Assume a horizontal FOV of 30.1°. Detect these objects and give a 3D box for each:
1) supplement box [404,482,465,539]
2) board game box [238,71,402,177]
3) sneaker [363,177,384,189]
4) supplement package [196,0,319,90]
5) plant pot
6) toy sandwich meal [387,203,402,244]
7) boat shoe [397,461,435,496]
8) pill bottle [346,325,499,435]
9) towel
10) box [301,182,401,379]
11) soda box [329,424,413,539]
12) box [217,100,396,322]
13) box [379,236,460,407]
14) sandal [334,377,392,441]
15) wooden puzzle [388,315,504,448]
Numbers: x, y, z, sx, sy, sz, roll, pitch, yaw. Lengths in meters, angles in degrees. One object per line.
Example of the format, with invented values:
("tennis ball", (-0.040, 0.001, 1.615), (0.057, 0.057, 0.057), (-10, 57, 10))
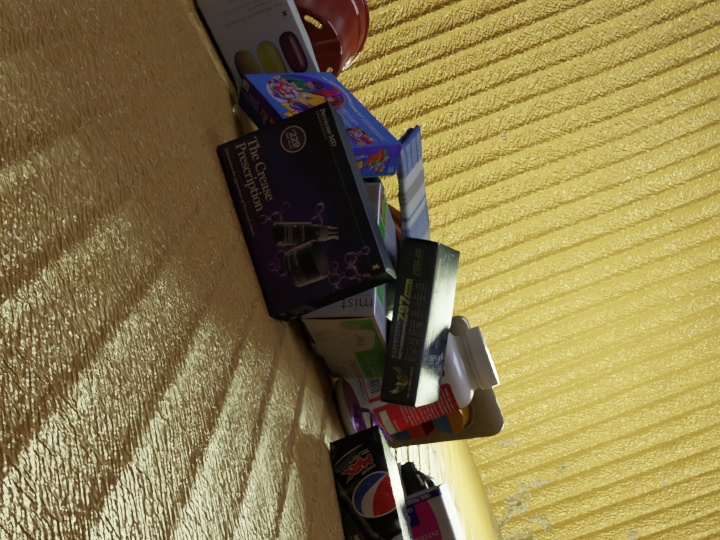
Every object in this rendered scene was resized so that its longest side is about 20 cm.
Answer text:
("supplement box", (0.086, 0.369, 1.596), (0.103, 0.100, 0.203), (34, 36, -80))
("board game box", (-0.054, -0.186, 1.703), (0.200, 0.133, 0.045), (50, -44, 43))
("sneaker", (-0.040, -0.135, 1.774), (0.200, 0.106, 0.075), (41, 28, 19))
("supplement package", (-0.136, -0.326, 1.780), (0.201, 0.112, 0.110), (64, 7, -46))
("plant pot", (-0.092, -0.355, 2.023), (0.196, 0.198, 0.203), (-78, 149, -64))
("toy sandwich meal", (0.016, -0.017, 1.941), (0.204, 0.070, 0.207), (34, -35, 28))
("boat shoe", (0.090, 0.336, 1.964), (0.201, 0.060, 0.076), (-97, 165, -67))
("pill bottle", (0.085, 0.150, 1.838), (0.112, 0.197, 0.114), (-20, 90, -84))
("towel", (0.067, -0.080, 1.768), (0.147, 0.023, 0.203), (-57, 143, -69))
("box", (-0.009, 0.016, 1.653), (0.201, 0.095, 0.179), (69, 21, -63))
("soda box", (0.017, 0.271, 1.465), (0.201, 0.062, 0.071), (-104, 172, -48))
("box", (-0.059, -0.064, 1.484), (0.079, 0.139, 0.203), (42, 28, -79))
("box", (0.076, 0.065, 1.667), (0.158, 0.050, 0.204), (11, 87, -77))
("sandal", (0.020, 0.226, 1.712), (0.083, 0.049, 0.205), (-83, 152, -78))
("wooden puzzle", (0.090, 0.171, 1.945), (0.046, 0.198, 0.188), (-38, 110, -55))
